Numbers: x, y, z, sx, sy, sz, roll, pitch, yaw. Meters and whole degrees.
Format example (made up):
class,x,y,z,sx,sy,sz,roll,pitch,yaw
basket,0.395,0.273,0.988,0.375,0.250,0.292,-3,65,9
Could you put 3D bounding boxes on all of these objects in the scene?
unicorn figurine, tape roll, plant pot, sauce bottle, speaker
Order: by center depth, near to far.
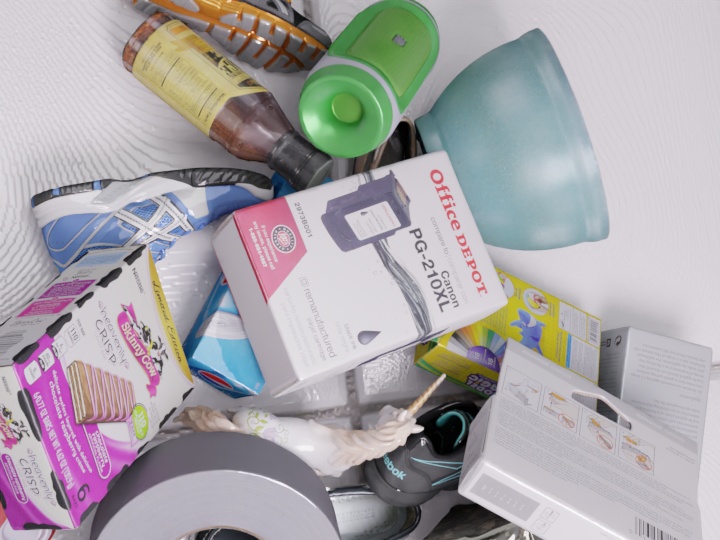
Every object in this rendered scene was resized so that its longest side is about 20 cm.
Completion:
class,x,y,z,sx,sy,sz,roll,pitch,yaw
tape roll,-0.113,0.229,1.006,0.200,0.066,0.200,-2,111,-6
unicorn figurine,-0.043,0.138,1.063,0.200,0.137,0.074,-4,82,-24
sauce bottle,-0.110,-0.138,1.088,0.200,0.066,0.066,39,68,6
speaker,0.011,-0.173,1.117,0.088,0.088,0.200,45,33,-11
plant pot,0.127,-0.101,1.159,0.134,0.200,0.200,-19,89,2

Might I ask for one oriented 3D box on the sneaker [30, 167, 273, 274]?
class,x,y,z,sx,sy,sz,roll,pitch,yaw
sneaker,-0.170,-0.045,1.078,0.200,0.076,0.077,-10,94,-11

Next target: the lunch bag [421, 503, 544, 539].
class,x,y,z,sx,sy,sz,roll,pitch,yaw
lunch bag,0.132,0.299,1.087,0.118,0.164,0.200,-17,87,14

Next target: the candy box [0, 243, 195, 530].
class,x,y,z,sx,sy,sz,roll,pitch,yaw
candy box,-0.208,0.082,0.965,0.200,0.061,0.136,-56,135,-58

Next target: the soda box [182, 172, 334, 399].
class,x,y,z,sx,sy,sz,roll,pitch,yaw
soda box,-0.081,0.008,1.108,0.068,0.064,0.200,32,70,-16

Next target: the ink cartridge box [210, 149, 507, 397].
class,x,y,z,sx,sy,sz,roll,pitch,yaw
ink cartridge box,0.000,0.000,1.056,0.200,0.084,0.145,-19,82,-24

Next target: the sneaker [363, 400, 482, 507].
class,x,y,z,sx,sy,sz,roll,pitch,yaw
sneaker,0.096,0.154,1.124,0.200,0.079,0.075,-10,53,-44

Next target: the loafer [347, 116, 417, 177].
class,x,y,z,sx,sy,sz,roll,pitch,yaw
loafer,0.020,-0.044,1.159,0.072,0.063,0.200,6,79,-21

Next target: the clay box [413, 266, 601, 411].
class,x,y,z,sx,sy,sz,roll,pitch,yaw
clay box,0.127,0.060,1.178,0.200,0.048,0.115,25,50,-16

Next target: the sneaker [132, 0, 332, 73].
class,x,y,z,sx,sy,sz,roll,pitch,yaw
sneaker,-0.109,-0.241,1.132,0.200,0.078,0.077,25,63,-19

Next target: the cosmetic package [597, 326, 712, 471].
class,x,y,z,sx,sy,sz,roll,pitch,yaw
cosmetic package,0.267,0.163,1.226,0.101,0.071,0.200,15,76,-20

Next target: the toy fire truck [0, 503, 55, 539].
class,x,y,z,sx,sy,sz,roll,pitch,yaw
toy fire truck,-0.298,0.164,0.980,0.168,0.112,0.200,47,66,-36

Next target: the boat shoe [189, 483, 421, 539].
class,x,y,z,sx,sy,sz,roll,pitch,yaw
boat shoe,-0.044,0.217,1.092,0.200,0.060,0.076,-12,86,-24

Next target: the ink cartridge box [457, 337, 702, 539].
class,x,y,z,sx,sy,sz,roll,pitch,yaw
ink cartridge box,0.186,0.162,1.055,0.200,0.045,0.176,29,31,-4
